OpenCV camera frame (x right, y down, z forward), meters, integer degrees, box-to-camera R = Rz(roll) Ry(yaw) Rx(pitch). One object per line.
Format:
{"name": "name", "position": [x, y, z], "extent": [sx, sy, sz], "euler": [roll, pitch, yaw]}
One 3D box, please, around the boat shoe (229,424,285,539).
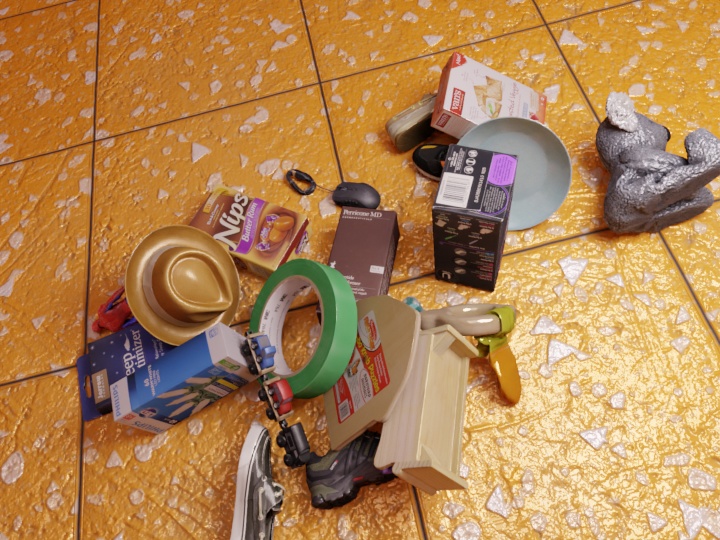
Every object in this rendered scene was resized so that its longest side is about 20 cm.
{"name": "boat shoe", "position": [-0.136, 0.318, 0.863], "extent": [0.062, 0.071, 0.205], "euler": [0, 68, 9]}

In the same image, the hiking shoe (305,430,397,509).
{"name": "hiking shoe", "position": [0.008, 0.247, 0.874], "extent": [0.196, 0.076, 0.102], "euler": [-25, 62, -5]}

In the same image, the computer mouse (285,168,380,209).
{"name": "computer mouse", "position": [-0.053, -0.153, 1.142], "extent": [0.196, 0.034, 0.059], "euler": [18, 65, 19]}

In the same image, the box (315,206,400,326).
{"name": "box", "position": [0.000, 0.000, 1.023], "extent": [0.098, 0.076, 0.204], "euler": [5, 59, 12]}

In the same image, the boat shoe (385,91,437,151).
{"name": "boat shoe", "position": [0.134, -0.301, 1.176], "extent": [0.197, 0.075, 0.067], "euler": [-30, 57, -15]}

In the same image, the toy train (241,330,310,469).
{"name": "toy train", "position": [-0.117, 0.176, 0.878], "extent": [0.045, 0.034, 0.204], "euler": [-30, 78, 36]}

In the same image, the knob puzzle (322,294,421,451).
{"name": "knob puzzle", "position": [0.019, 0.124, 0.871], "extent": [0.218, 0.030, 0.224], "euler": [-32, 45, 39]}

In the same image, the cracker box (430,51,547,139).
{"name": "cracker box", "position": [0.230, -0.284, 1.111], "extent": [0.196, 0.058, 0.137], "euler": [20, 63, -12]}

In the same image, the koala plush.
{"name": "koala plush", "position": [0.444, -0.179, 1.006], "extent": [0.180, 0.178, 0.204], "euler": [-23, 62, 6]}

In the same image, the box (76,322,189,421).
{"name": "box", "position": [-0.368, 0.151, 1.015], "extent": [0.196, 0.033, 0.123], "euler": [-23, 59, -4]}

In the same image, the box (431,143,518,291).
{"name": "box", "position": [0.174, -0.076, 0.964], "extent": [0.104, 0.201, 0.124], "euler": [12, 61, 15]}

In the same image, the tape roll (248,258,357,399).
{"name": "tape roll", "position": [-0.090, 0.087, 0.936], "extent": [0.198, 0.048, 0.206], "euler": [-16, 66, 39]}

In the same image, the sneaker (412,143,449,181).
{"name": "sneaker", "position": [0.184, -0.197, 1.097], "extent": [0.196, 0.091, 0.071], "euler": [22, 64, 18]}

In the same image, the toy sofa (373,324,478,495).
{"name": "toy sofa", "position": [0.091, 0.183, 0.831], "extent": [0.096, 0.082, 0.204], "euler": [-20, 46, 39]}

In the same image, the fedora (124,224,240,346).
{"name": "fedora", "position": [-0.262, 0.023, 0.979], "extent": [0.081, 0.200, 0.203], "euler": [-4, 49, 51]}

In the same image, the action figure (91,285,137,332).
{"name": "action figure", "position": [-0.371, 0.049, 1.050], "extent": [0.197, 0.066, 0.052], "euler": [-32, 30, 7]}

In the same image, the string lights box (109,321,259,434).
{"name": "string lights box", "position": [-0.255, 0.161, 0.922], "extent": [0.197, 0.103, 0.060], "euler": [-30, 58, 9]}

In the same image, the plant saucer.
{"name": "plant saucer", "position": [0.242, -0.161, 1.019], "extent": [0.196, 0.205, 0.039], "euler": [8, 38, 13]}

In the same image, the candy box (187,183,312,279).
{"name": "candy box", "position": [-0.197, -0.066, 1.101], "extent": [0.196, 0.057, 0.118], "euler": [20, 65, 20]}

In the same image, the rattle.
{"name": "rattle", "position": [0.140, 0.114, 0.954], "extent": [0.195, 0.146, 0.131], "euler": [-5, 22, 18]}
